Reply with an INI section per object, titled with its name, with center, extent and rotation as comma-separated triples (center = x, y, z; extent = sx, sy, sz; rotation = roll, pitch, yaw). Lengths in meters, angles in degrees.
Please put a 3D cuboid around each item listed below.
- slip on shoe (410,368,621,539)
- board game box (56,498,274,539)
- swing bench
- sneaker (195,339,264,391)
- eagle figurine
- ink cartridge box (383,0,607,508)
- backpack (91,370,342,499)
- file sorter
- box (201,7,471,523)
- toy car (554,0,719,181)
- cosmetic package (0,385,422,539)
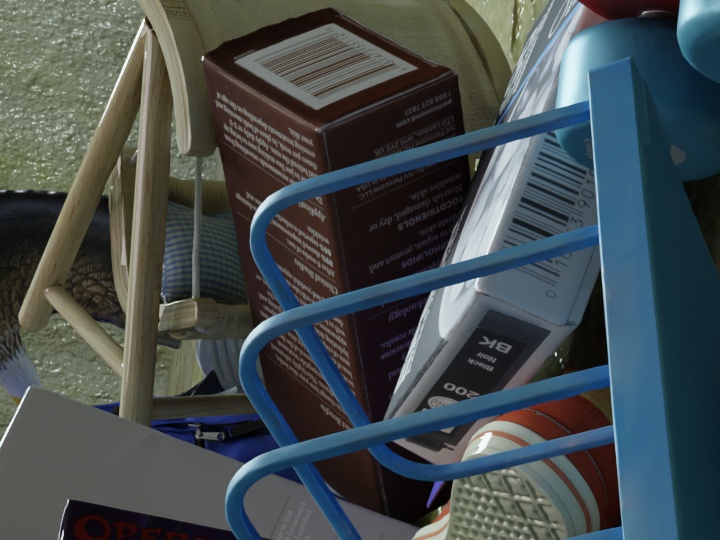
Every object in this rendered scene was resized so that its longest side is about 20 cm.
[slip on shoe]
center = 0.061, 0.099, 0.757
extent = 0.061, 0.074, 0.201
rotation = -43, -17, -27
[board game box]
center = -0.014, 0.145, 0.696
extent = 0.032, 0.198, 0.121
rotation = -89, 15, -55
[swing bench]
center = -0.037, -0.040, 0.985
extent = 0.130, 0.198, 0.202
rotation = 37, 119, 46
[sneaker]
center = -0.025, -0.011, 1.204
extent = 0.200, 0.074, 0.082
rotation = -47, 12, -8
[eagle figurine]
center = -0.186, 0.011, 1.118
extent = 0.152, 0.199, 0.152
rotation = 53, 162, 46
[ink cartridge box]
center = 0.065, -0.029, 0.785
extent = 0.200, 0.043, 0.199
rotation = 117, 176, -63
[backpack]
center = -0.099, 0.137, 1.103
extent = 0.168, 0.198, 0.164
rotation = 96, 170, -74
[file sorter]
center = 0.040, 0.077, 0.517
extent = 0.201, 0.122, 0.139
rotation = -88, -24, -45
[box]
center = 0.000, 0.000, 0.881
extent = 0.100, 0.074, 0.202
rotation = 35, 140, 49
[toy car]
center = 0.052, -0.150, 0.615
extent = 0.177, 0.198, 0.186
rotation = 145, 136, -68
[cosmetic package]
center = -0.067, 0.133, 0.897
extent = 0.107, 0.198, 0.091
rotation = 72, -144, -62
